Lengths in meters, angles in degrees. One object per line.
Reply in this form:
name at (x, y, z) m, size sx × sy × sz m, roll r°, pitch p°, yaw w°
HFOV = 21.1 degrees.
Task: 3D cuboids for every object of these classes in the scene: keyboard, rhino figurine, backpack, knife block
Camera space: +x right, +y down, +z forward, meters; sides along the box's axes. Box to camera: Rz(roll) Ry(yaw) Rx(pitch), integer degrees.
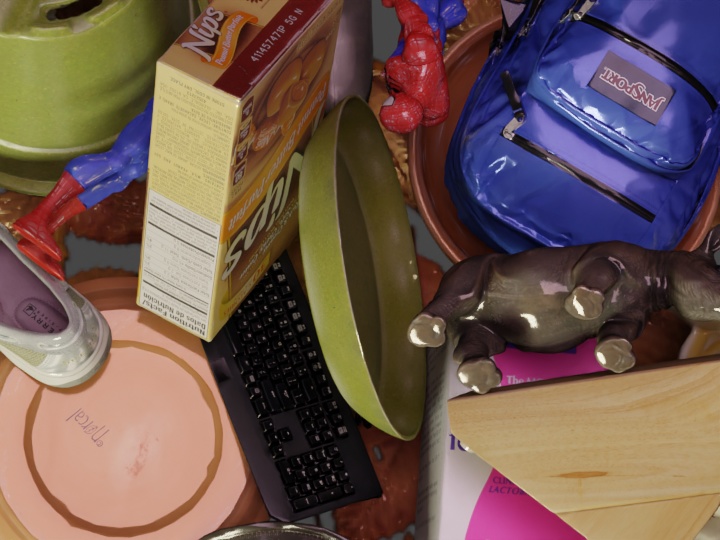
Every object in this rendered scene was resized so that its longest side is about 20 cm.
keyboard at (-0.038, 0.045, 1.153) m, size 0.104 × 0.040 × 0.200 m, roll -14°, pitch 73°, yaw -30°
rhino figurine at (0.129, 0.015, 1.039) m, size 0.200 × 0.087 × 0.060 m, roll -8°, pitch 111°, yaw 13°
backpack at (0.139, -0.096, 1.122) m, size 0.162 × 0.168 × 0.200 m, roll 30°, pitch 83°, yaw 6°
knife block at (0.172, 0.071, 1.031) m, size 0.200 × 0.064 × 0.176 m, roll 37°, pitch 99°, yaw 12°

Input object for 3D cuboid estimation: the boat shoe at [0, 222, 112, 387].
boat shoe at (-0.234, -0.005, 1.131) m, size 0.202 × 0.065 × 0.074 m, roll 35°, pitch 75°, yaw 18°

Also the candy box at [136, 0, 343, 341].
candy box at (-0.068, -0.067, 1.075) m, size 0.055 × 0.200 × 0.115 m, roll 27°, pitch 51°, yaw 13°

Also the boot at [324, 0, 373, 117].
boot at (-0.022, -0.200, 1.176) m, size 0.068 × 0.131 × 0.200 m, roll -1°, pitch 78°, yaw -7°

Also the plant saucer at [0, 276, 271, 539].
plant saucer at (-0.141, 0.101, 1.151) m, size 0.200 × 0.032 × 0.200 m, roll 1°, pitch 77°, yaw -6°

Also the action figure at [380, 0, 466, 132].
action figure at (0.035, -0.141, 1.152) m, size 0.052 × 0.065 × 0.200 m, roll -3°, pitch 36°, yaw 8°

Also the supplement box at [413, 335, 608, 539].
supplement box at (0.088, 0.124, 1.138) m, size 0.101 × 0.103 × 0.200 m, roll 5°, pitch 76°, yaw -5°

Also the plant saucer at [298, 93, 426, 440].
plant saucer at (0.000, 0.000, 1.104) m, size 0.031 × 0.200 × 0.200 m, roll -10°, pitch 79°, yaw 13°

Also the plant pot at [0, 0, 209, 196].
plant pot at (-0.181, -0.163, 1.120) m, size 0.200 × 0.190 × 0.200 m, roll 1°, pitch 78°, yaw -6°

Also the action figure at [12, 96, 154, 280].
action figure at (-0.115, -0.080, 1.102) m, size 0.052 × 0.065 × 0.200 m, roll 35°, pitch 73°, yaw 10°

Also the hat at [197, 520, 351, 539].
hat at (-0.054, 0.244, 1.072) m, size 0.200 × 0.081 × 0.201 m, roll 2°, pitch 96°, yaw 18°

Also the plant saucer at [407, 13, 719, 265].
plant saucer at (0.127, -0.068, 1.216) m, size 0.200 × 0.037 × 0.200 m, roll 1°, pitch 79°, yaw -6°

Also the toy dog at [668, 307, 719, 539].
toy dog at (0.228, 0.123, 1.150) m, size 0.194 × 0.139 × 0.200 m, roll 34°, pitch 71°, yaw -44°
